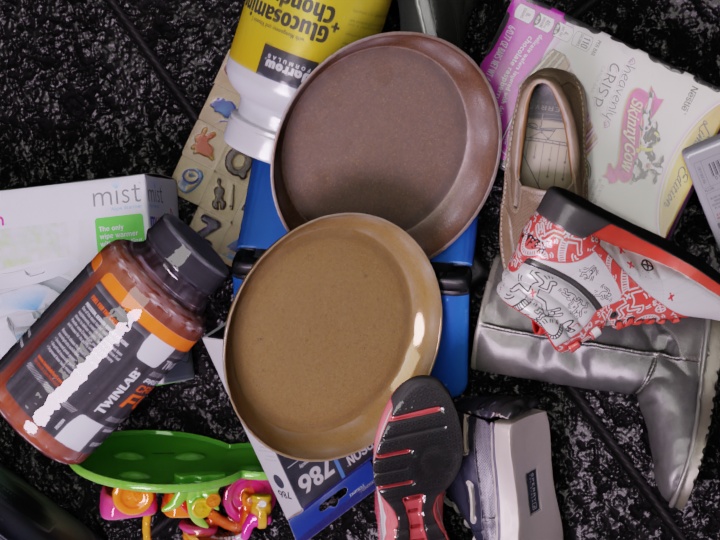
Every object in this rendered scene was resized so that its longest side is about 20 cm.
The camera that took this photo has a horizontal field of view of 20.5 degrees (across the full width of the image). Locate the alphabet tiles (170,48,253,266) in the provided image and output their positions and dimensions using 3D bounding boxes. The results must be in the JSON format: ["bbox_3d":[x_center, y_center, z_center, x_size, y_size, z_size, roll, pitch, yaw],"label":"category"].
[{"bbox_3d":[-0.067,-0.094,1.703,0.165,0.006,0.201,26,93,11],"label":"alphabet tiles"}]

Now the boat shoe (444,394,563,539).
[{"bbox_3d":[0.109,0.195,1.635,0.092,0.074,0.202,7,104,42],"label":"boat shoe"}]

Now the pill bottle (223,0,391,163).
[{"bbox_3d":[-0.042,-0.187,1.591,0.111,0.112,0.202,21,104,11],"label":"pill bottle"}]

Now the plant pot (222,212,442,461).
[{"bbox_3d":[-0.025,0.050,1.564,0.027,0.199,0.202,25,94,54],"label":"plant pot"}]

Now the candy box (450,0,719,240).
[{"bbox_3d":[0.188,-0.122,1.626,0.199,0.061,0.137,26,94,10],"label":"candy box"}]

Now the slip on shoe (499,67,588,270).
[{"bbox_3d":[0.147,-0.058,1.573,0.075,0.061,0.202,6,97,14],"label":"slip on shoe"}]

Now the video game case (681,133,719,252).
[{"bbox_3d":[0.377,-0.051,1.574,0.199,0.022,0.183,-22,107,9],"label":"video game case"}]

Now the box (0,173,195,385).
[{"bbox_3d":[-0.253,0.016,1.690,0.198,0.097,0.178,-5,90,11],"label":"box"}]

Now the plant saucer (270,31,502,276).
[{"bbox_3d":[0.016,-0.094,1.572,0.199,0.034,0.202,-10,115,-22],"label":"plant saucer"}]

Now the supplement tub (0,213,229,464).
[{"bbox_3d":[-0.195,0.050,1.575,0.107,0.107,0.200,45,99,9],"label":"supplement tub"}]

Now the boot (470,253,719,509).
[{"bbox_3d":[0.187,0.088,1.614,0.198,0.073,0.184,10,76,4],"label":"boot"}]

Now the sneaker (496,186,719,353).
[{"bbox_3d":[0.201,0.021,1.554,0.200,0.067,0.108,25,103,-23],"label":"sneaker"}]

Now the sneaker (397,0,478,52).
[{"bbox_3d":[0.083,-0.216,1.645,0.098,0.071,0.202,-15,105,-17],"label":"sneaker"}]

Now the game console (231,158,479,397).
[{"bbox_3d":[0.000,0.000,1.675,0.198,0.119,0.172,5,121,9],"label":"game console"}]

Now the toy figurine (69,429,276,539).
[{"bbox_3d":[-0.148,0.242,1.665,0.198,0.150,0.186,1,102,-14],"label":"toy figurine"}]

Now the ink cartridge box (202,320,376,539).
[{"bbox_3d":[-0.044,0.117,1.613,0.099,0.039,0.201,-35,112,-30],"label":"ink cartridge box"}]

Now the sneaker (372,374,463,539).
[{"bbox_3d":[0.034,0.168,1.607,0.073,0.087,0.202,-4,115,-13],"label":"sneaker"}]

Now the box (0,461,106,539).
[{"bbox_3d":[-0.343,0.220,1.647,0.199,0.198,0.124,35,92,10],"label":"box"}]
